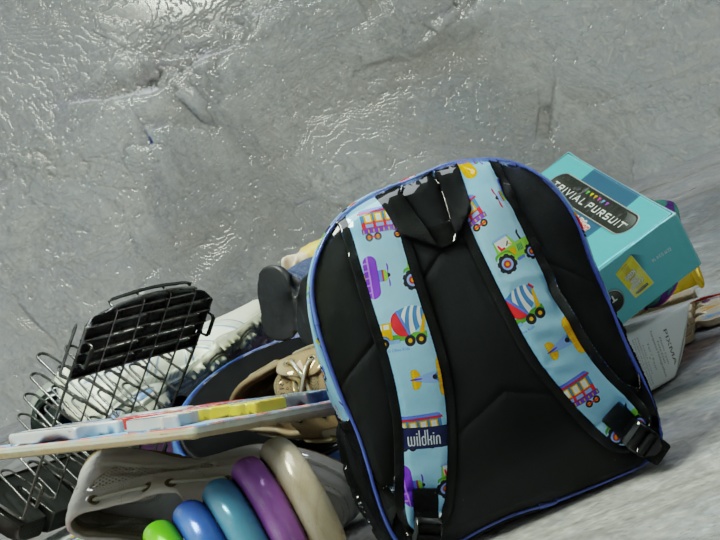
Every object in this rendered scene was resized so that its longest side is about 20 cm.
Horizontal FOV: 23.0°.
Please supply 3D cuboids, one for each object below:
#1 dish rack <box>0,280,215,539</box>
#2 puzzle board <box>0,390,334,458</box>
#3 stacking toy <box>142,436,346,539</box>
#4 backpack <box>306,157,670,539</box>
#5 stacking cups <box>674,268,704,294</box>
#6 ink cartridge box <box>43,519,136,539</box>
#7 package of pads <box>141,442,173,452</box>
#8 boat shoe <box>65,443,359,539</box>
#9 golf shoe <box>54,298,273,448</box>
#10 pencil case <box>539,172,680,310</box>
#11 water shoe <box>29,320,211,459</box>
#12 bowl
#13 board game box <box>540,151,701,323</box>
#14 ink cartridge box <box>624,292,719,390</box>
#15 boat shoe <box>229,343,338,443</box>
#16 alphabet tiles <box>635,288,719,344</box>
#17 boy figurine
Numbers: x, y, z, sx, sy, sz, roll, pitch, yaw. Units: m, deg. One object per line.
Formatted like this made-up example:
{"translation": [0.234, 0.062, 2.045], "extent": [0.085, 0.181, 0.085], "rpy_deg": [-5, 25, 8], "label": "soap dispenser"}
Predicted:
{"translation": [-0.183, 0.092, 1.237], "extent": [0.153, 0.054, 0.201], "rpy_deg": [-16, -46, -56], "label": "dish rack"}
{"translation": [-0.122, 0.095, 1.094], "extent": [0.199, 0.018, 0.150], "rpy_deg": [-11, -4, 38], "label": "puzzle board"}
{"translation": [-0.110, 0.180, 1.033], "extent": [0.199, 0.086, 0.085], "rpy_deg": [-29, 5, -12], "label": "stacking toy"}
{"translation": [0.058, 0.042, 1.018], "extent": [0.181, 0.201, 0.135], "rpy_deg": [-22, 4, -5], "label": "backpack"}
{"translation": [0.185, 0.026, 1.478], "extent": [0.199, 0.061, 0.060], "rpy_deg": [-25, 3, 13], "label": "stacking cups"}
{"translation": [-0.215, 0.218, 1.192], "extent": [0.108, 0.051, 0.200], "rpy_deg": [-18, 3, 37], "label": "ink cartridge box"}
{"translation": [-0.083, 0.137, 1.449], "extent": [0.199, 0.076, 0.121], "rpy_deg": [-21, 6, 3], "label": "package of pads"}
{"translation": [-0.097, 0.160, 1.155], "extent": [0.198, 0.071, 0.069], "rpy_deg": [-3, 31, 15], "label": "boat shoe"}
{"translation": [-0.151, 0.063, 1.406], "extent": [0.199, 0.097, 0.079], "rpy_deg": [-33, -23, -30], "label": "golf shoe"}
{"translation": [0.142, -0.023, 1.323], "extent": [0.199, 0.093, 0.085], "rpy_deg": [8, 28, -20], "label": "pencil case"}
{"translation": [-0.173, 0.107, 1.461], "extent": [0.199, 0.072, 0.079], "rpy_deg": [-21, 29, -5], "label": "water shoe"}
{"translation": [-0.047, 0.109, 1.313], "extent": [0.199, 0.040, 0.201], "rpy_deg": [-13, 27, 7], "label": "bowl"}
{"translation": [0.105, 0.015, 1.183], "extent": [0.199, 0.047, 0.151], "rpy_deg": [-36, 28, -6], "label": "board game box"}
{"translation": [0.165, 0.071, 1.287], "extent": [0.159, 0.048, 0.199], "rpy_deg": [-20, -2, 36], "label": "ink cartridge box"}
{"translation": [-0.024, 0.084, 1.164], "extent": [0.064, 0.072, 0.200], "rpy_deg": [-4, -11, -29], "label": "boat shoe"}
{"translation": [0.224, 0.050, 1.431], "extent": [0.194, 0.015, 0.200], "rpy_deg": [-21, 4, 14], "label": "alphabet tiles"}
{"translation": [0.000, 0.000, 1.348], "extent": [0.124, 0.065, 0.200], "rpy_deg": [7, 17, 30], "label": "boy figurine"}
